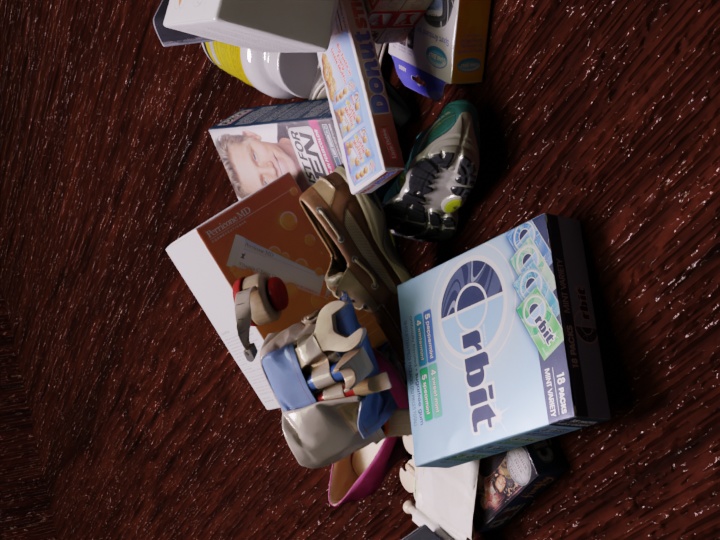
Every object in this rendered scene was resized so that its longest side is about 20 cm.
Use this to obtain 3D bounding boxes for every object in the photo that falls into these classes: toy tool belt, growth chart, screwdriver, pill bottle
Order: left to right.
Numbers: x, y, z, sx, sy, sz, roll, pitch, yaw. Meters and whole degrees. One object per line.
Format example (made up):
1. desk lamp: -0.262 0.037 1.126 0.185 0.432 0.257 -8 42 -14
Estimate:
1. pill bottle: -0.096 -0.254 1.400 0.200 0.111 0.112 36 128 56
2. toy tool belt: -0.022 0.078 1.147 0.125 0.123 0.200 -69 -42 -67
3. screwdriver: -0.022 -0.216 1.241 0.200 0.029 0.028 42 124 -5
4. growth chart: 0.080 0.175 1.188 0.145 0.018 0.200 42 133 53

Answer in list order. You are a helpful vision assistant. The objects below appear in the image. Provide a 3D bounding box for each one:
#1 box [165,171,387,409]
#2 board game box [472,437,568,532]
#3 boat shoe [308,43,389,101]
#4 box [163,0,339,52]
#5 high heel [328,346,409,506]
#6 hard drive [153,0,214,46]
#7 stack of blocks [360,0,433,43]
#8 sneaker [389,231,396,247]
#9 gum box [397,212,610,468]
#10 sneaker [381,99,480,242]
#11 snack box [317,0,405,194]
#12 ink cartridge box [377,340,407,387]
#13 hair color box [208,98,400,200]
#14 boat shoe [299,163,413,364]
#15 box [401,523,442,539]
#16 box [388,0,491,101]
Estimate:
1. box: -0.084 0.022 1.277 0.200 0.124 0.097 58 152 -5
2. board game box: 0.111 0.126 1.173 0.200 0.035 0.136 68 150 27
3. boat shoe: -0.006 -0.221 1.296 0.057 0.067 0.200 -92 21 -47
4. box: -0.091 -0.282 1.129 0.200 0.106 0.153 -155 77 -67
5. high heel: -0.002 0.160 1.262 0.067 0.096 0.200 39 152 26
6. hard drive: -0.149 -0.341 1.405 0.135 0.042 0.200 7 61 49
7. stack of blocks: 0.009 -0.323 1.151 0.115 0.058 0.200 -45 57 59
8. sneaker: -0.033 -0.070 1.363 0.066 0.078 0.200 106 147 -41
9. gum box: 0.115 0.066 1.069 0.200 0.044 0.170 -29 60 49
10. sneaker: 0.070 -0.087 1.184 0.200 0.077 0.080 127 159 -60
11. snack box: -0.008 -0.174 1.131 0.072 0.024 0.200 -29 72 61
12. ink cartridge box: 0.014 0.112 1.358 0.200 0.039 0.100 -53 51 55
13. hair color box: -0.060 -0.120 1.303 0.200 0.061 0.100 1 121 46
14. boat shoe: 0.000 0.000 1.194 0.200 0.074 0.076 66 164 -10
15. box: 0.101 0.346 1.153 0.200 0.079 0.141 33 152 56
16. box: 0.074 -0.260 1.146 0.119 0.041 0.200 40 134 53
